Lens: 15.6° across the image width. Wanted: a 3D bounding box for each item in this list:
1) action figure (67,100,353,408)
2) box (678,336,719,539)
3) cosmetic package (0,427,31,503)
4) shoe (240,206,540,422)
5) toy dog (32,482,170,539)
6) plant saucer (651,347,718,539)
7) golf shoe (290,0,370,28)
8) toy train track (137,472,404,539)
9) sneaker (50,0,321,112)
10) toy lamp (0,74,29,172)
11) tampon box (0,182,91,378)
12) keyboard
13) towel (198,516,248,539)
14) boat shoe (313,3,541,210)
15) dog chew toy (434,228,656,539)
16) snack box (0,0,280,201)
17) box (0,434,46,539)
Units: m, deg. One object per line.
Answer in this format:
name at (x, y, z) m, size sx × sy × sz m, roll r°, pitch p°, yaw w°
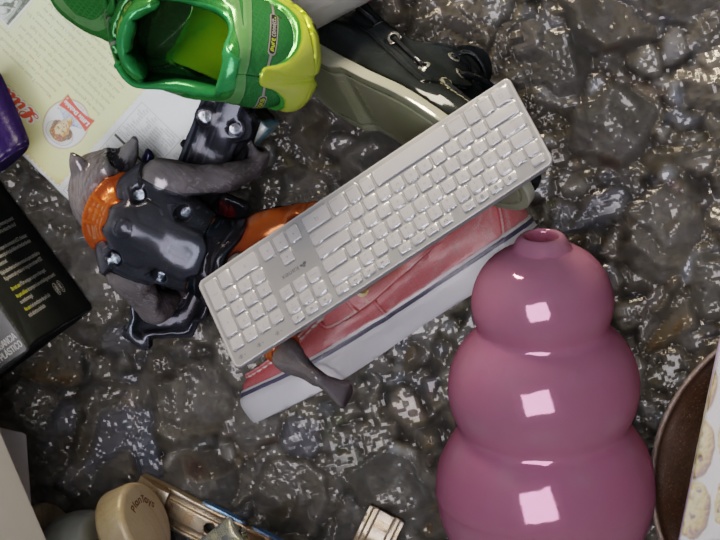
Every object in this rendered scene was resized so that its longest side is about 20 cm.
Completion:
action figure at (-0.074, -0.037, 1.442) m, size 0.192 × 0.105 × 0.201 m, roll 17°, pitch 99°, yaw 18°
box at (0.201, 0.124, 1.456) m, size 0.041 × 0.039 × 0.201 m, roll 13°, pitch 102°, yaw 9°
cosmetic package at (-0.243, 0.208, 1.503) m, size 0.150 × 0.051 × 0.201 m, roll -30°, pitch 57°, yaw 41°
shoe at (0.000, 0.000, 1.496) m, size 0.199 × 0.071 × 0.091 m, roll -33°, pitch 91°, yaw 9°
toy dog at (-0.141, 0.219, 1.536) m, size 0.200 × 0.096 × 0.132 m, roll 48°, pitch 123°, yaw 2°
plant saucer at (0.263, 0.119, 1.482) m, size 0.199 × 0.037 × 0.202 m, roll 2°, pitch 99°, yaw 10°
golf shoe at (0.020, -0.199, 1.421) m, size 0.200 × 0.092 × 0.073 m, roll -42°, pitch 112°, yaw 1°
toy train track at (-0.048, 0.177, 1.551) m, size 0.199 × 0.033 × 0.115 m, roll 27°, pitch 103°, yaw 6°
sneaker at (-0.107, -0.140, 1.416) m, size 0.199 × 0.083 × 0.075 m, roll 25°, pitch 110°, yaw 40°
toy lamp at (-0.260, -0.140, 1.488) m, size 0.058 × 0.058 × 0.200 m, roll -36°, pitch 89°, yaw 14°
tampon box at (-0.284, -0.006, 1.515) m, size 0.150 × 0.126 × 0.200 m, roll -37°, pitch 91°, yaw 13°
keyboard at (0.006, -0.024, 1.361) m, size 0.199 × 0.011 × 0.057 m, roll -33°, pitch 68°, yaw 12°
towel at (-0.089, 0.267, 1.438) m, size 0.192 × 0.035 × 0.200 m, roll -41°, pitch 59°, yaw 9°
boat shoe at (0.041, -0.098, 1.434) m, size 0.066 × 0.199 × 0.075 m, roll -44°, pitch 130°, yaw -14°
dog chew toy at (0.102, 0.075, 1.450) m, size 0.124 × 0.125 × 0.201 m, roll 2°, pitch 110°, yaw 10°
snack box at (-0.158, -0.112, 1.520) m, size 0.200 × 0.037 × 0.116 m, roll 45°, pitch 104°, yaw 1°
box at (-0.265, 0.103, 1.396) m, size 0.124 × 0.097 × 0.201 m, roll -26°, pitch 83°, yaw 13°
